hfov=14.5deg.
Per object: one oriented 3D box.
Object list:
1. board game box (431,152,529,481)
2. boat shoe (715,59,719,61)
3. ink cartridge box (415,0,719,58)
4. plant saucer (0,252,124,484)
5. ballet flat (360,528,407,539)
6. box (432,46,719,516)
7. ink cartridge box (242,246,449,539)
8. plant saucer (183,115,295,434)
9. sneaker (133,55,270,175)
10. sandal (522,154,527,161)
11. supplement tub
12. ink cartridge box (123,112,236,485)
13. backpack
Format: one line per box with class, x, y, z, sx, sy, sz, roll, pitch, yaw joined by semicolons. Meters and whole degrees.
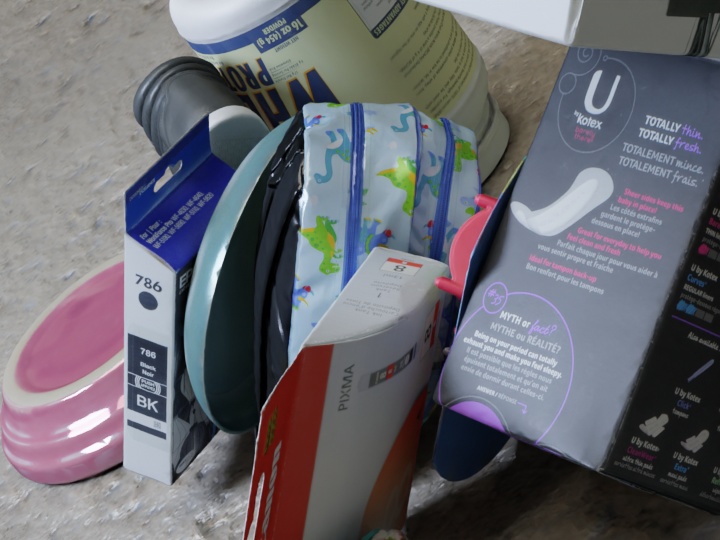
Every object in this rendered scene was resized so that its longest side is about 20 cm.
board game box;0.066;0.010;1.462;0.039;0.200;0.158;21;31;21
boat shoe;0.175;-0.071;1.493;0.075;0.093;0.200;32;97;22
ink cartridge box;0.128;-0.152;1.337;0.146;0.200;0.083;23;106;49
plant saucer;-0.160;0.051;1.846;0.200;0.051;0.201;-30;27;18
ballet flat;-0.020;0.219;1.391;0.064;0.076;0.200;28;70;29
box;0.140;0.000;1.367;0.122;0.106;0.200;21;89;46
ink cartridge box;-0.010;0.098;1.410;0.050;0.163;0.200;14;26;9
plant saucer;-0.053;-0.003;1.647;0.027;0.200;0.200;19;53;19
sneaker;-0.083;-0.052;1.739;0.071;0.200;0.099;-27;49;-11
sandal;0.122;-0.054;1.613;0.076;0.043;0.200;-34;8;10
supplement tub;-0.010;-0.132;1.775;0.145;0.200;0.145;-30;27;17
ink cartridge box;-0.099;0.018;1.641;0.039;0.200;0.099;18;40;21
backpack;0.000;0.000;1.558;0.153;0.200;0.163;-6;32;9
